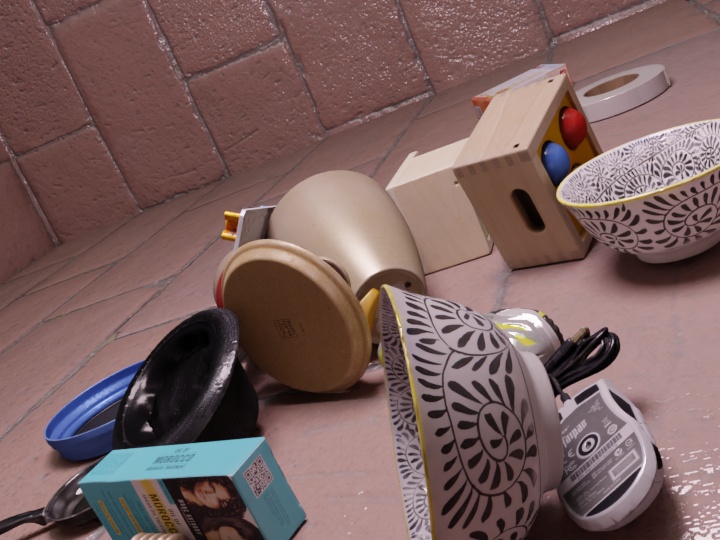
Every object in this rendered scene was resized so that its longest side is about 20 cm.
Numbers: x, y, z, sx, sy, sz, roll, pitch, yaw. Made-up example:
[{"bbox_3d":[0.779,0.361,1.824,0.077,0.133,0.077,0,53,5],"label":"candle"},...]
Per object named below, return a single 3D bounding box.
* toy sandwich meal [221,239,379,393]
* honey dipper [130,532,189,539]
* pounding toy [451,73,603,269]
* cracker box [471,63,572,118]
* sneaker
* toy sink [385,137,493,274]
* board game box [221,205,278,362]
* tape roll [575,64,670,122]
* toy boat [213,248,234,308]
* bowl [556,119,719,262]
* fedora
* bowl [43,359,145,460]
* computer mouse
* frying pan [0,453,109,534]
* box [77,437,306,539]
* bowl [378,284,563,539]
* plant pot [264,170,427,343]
[{"bbox_3d":[-0.062,0.047,0.902,0.204,0.206,0.070,-11,22,38],"label":"toy sandwich meal"},{"bbox_3d":[-0.103,0.223,0.658,0.199,0.038,0.038,-11,20,33],"label":"honey dipper"},{"bbox_3d":[0.241,-0.111,1.012,0.141,0.201,0.185,-10,35,41],"label":"pounding toy"},{"bbox_3d":[0.374,-0.416,1.983,0.199,0.058,0.134,-27,17,-5],"label":"cracker box"},{"bbox_3d":[0.085,0.076,0.783,0.199,0.076,0.076,-10,20,45],"label":"sneaker"},{"bbox_3d":[0.127,-0.102,1.198,0.111,0.131,0.200,-18,16,20],"label":"toy sink"},{"bbox_3d":[-0.147,0.020,1.044,0.026,0.202,0.200,12,7,4],"label":"board game box"},{"bbox_3d":[0.475,-0.331,1.596,0.202,0.037,0.203,-23,15,7],"label":"tape roll"},{"bbox_3d":[-0.105,0.023,1.203,0.199,0.131,0.131,-27,45,-11],"label":"toy boat"},{"bbox_3d":[0.309,-0.070,0.857,0.199,0.095,0.201,-23,16,7],"label":"bowl"},{"bbox_3d":[-0.166,0.138,0.877,0.200,0.092,0.201,-33,31,22],"label":"fedora"},{"bbox_3d":[-0.310,0.176,1.105,0.199,0.040,0.201,-23,15,7],"label":"bowl"},{"bbox_3d":[0.159,0.116,0.584,0.110,0.044,0.200,-46,16,15],"label":"computer mouse"},{"bbox_3d":[-0.306,0.248,0.882,0.189,0.031,0.115,-35,18,-21],"label":"frying pan"},{"bbox_3d":[-0.148,0.195,0.726,0.199,0.083,0.049,-13,20,36],"label":"box"},{"bbox_3d":[0.072,0.102,0.545,0.093,0.202,0.201,-8,15,-3],"label":"bowl"},{"bbox_3d":[0.000,0.000,1.012,0.186,0.188,0.200,-27,30,-9],"label":"plant pot"}]
